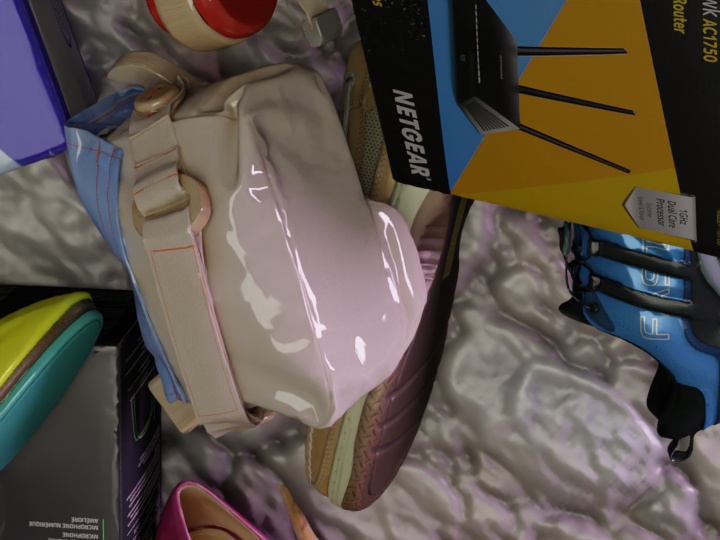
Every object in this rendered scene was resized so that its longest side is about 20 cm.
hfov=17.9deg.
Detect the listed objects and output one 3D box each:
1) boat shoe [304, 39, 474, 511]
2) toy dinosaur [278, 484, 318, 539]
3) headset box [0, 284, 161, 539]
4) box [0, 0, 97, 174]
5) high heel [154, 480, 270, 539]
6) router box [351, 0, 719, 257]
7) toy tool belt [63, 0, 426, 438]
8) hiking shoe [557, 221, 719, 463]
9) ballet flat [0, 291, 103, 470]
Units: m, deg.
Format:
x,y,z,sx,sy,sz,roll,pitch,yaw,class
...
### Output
x,y,z,sx,sy,sz,roll,pitch,yaw,class
0.000,0.000,0.978,0.076,0.072,0.201,16,97,16,boat shoe
0.039,0.170,1.022,0.199,0.060,0.107,18,92,-9,toy dinosaur
-0.179,0.112,1.004,0.173,0.093,0.201,3,104,6,headset box
-0.233,-0.113,0.936,0.199,0.105,0.185,-19,103,2,box
-0.015,0.171,0.964,0.067,0.200,0.096,-31,145,-22,high heel
0.074,-0.089,0.816,0.148,0.200,0.051,13,62,17,router box
-0.067,-0.031,0.907,0.122,0.125,0.201,-10,106,38,toy tool belt
0.111,-0.017,0.949,0.086,0.074,0.200,-35,98,8,hiking shoe
-0.178,0.079,0.916,0.067,0.067,0.201,35,107,11,ballet flat
